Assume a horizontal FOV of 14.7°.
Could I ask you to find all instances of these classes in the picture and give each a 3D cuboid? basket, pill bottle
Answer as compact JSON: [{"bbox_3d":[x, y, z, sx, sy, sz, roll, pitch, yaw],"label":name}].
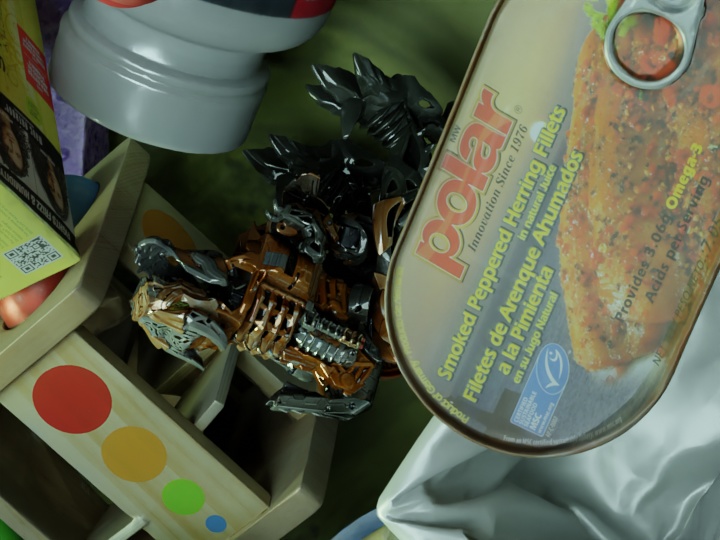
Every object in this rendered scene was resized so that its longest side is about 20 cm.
[{"bbox_3d":[0.122,0.054,1.103,0.135,0.123,0.200,39,98,8],"label":"basket"},{"bbox_3d":[-0.055,-0.156,1.141,0.119,0.120,0.201,26,113,13],"label":"pill bottle"}]

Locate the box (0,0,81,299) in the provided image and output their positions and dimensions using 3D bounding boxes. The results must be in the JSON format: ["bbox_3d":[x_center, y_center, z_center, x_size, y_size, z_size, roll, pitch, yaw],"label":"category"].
[{"bbox_3d":[-0.163,-0.089,1.135,0.050,0.075,0.201,-25,52,14],"label":"box"}]

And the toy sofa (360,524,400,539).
[{"bbox_3d":[0.052,0.191,1.128,0.200,0.098,0.083,45,134,-11],"label":"toy sofa"}]

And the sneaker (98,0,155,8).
[{"bbox_3d":[-0.118,-0.159,1.081,0.116,0.078,0.201,-52,42,45],"label":"sneaker"}]

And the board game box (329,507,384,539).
[{"bbox_3d":[0.056,0.192,1.232,0.157,0.039,0.201,-23,88,6],"label":"board game box"}]

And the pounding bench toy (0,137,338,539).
[{"bbox_3d":[-0.132,0.068,1.202,0.200,0.124,0.156,-39,110,26],"label":"pounding bench toy"}]

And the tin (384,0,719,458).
[{"bbox_3d":[0.081,-0.029,1.009,0.111,0.042,0.201,24,108,2],"label":"tin"}]

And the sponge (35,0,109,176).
[{"bbox_3d":[-0.167,-0.061,1.260,0.111,0.030,0.201,13,110,19],"label":"sponge"}]

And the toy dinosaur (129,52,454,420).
[{"bbox_3d":[0.000,0.000,1.147,0.102,0.199,0.137,-27,60,38],"label":"toy dinosaur"}]
